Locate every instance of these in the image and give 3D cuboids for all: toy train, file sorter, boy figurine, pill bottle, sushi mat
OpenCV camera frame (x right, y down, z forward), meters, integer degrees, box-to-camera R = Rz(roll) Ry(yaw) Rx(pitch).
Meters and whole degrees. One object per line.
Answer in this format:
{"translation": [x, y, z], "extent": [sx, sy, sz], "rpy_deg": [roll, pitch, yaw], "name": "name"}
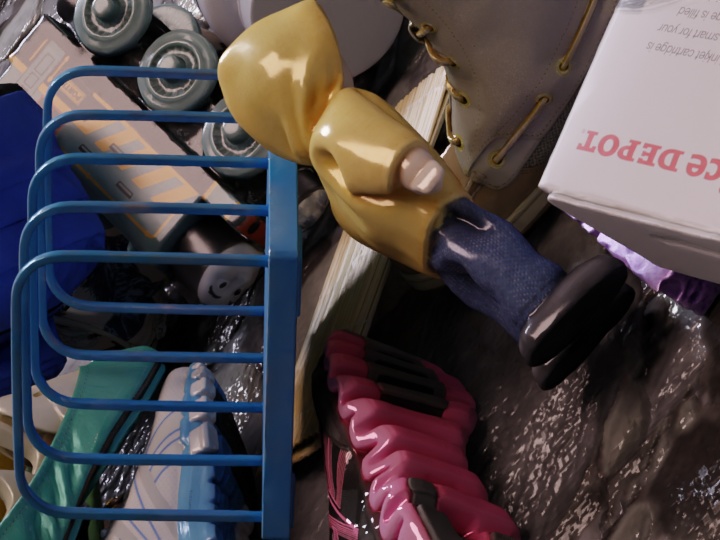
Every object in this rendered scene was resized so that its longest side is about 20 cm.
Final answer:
{"translation": [-0.104, -0.069, 1.531], "extent": [0.200, 0.085, 0.114], "rpy_deg": [43, 97, 25], "name": "toy train"}
{"translation": [-0.088, 0.008, 1.319], "extent": [0.200, 0.122, 0.140], "rpy_deg": [-94, 5, -62], "name": "file sorter"}
{"translation": [0.023, -0.034, 1.236], "extent": [0.064, 0.124, 0.200], "rpy_deg": [-45, 68, -4], "name": "boy figurine"}
{"translation": [-0.042, -0.173, 1.568], "extent": [0.112, 0.111, 0.200], "rpy_deg": [-54, 27, 12], "name": "pill bottle"}
{"translation": [0.000, 0.000, 1.407], "extent": [0.096, 0.012, 0.201], "rpy_deg": [-39, 29, 65], "name": "sushi mat"}

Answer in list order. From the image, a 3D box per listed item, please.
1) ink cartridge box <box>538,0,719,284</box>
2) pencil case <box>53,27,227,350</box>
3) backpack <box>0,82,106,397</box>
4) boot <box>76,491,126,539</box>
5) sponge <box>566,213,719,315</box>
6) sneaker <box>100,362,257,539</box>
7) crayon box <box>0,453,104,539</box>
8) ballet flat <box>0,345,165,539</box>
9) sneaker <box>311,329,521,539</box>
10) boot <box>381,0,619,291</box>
{"translation": [0.174, -0.090, 1.097], "extent": [0.144, 0.084, 0.201], "rpy_deg": [17, 80, 49], "name": "ink cartridge box"}
{"translation": [-0.117, -0.044, 1.610], "extent": [0.078, 0.089, 0.201], "rpy_deg": [109, -177, -74], "name": "pencil case"}
{"translation": [-0.223, 0.002, 1.500], "extent": [0.200, 0.168, 0.162], "rpy_deg": [-32, 0, 38], "name": "backpack"}
{"translation": [-0.147, 0.144, 1.496], "extent": [0.174, 0.069, 0.201], "rpy_deg": [-30, 46, 41], "name": "boot"}
{"translation": [0.163, -0.087, 1.214], "extent": [0.201, 0.030, 0.112], "rpy_deg": [-57, 27, 6], "name": "sponge"}
{"translation": [-0.095, 0.122, 1.372], "extent": [0.086, 0.075, 0.201], "rpy_deg": [-17, 38, 11], "name": "sneaker"}
{"translation": [-0.205, 0.161, 1.457], "extent": [0.200, 0.051, 0.126], "rpy_deg": [-42, 41, 31], "name": "crayon box"}
{"translation": [-0.153, 0.097, 1.375], "extent": [0.067, 0.070, 0.201], "rpy_deg": [-50, 13, 49], "name": "ballet flat"}
{"translation": [0.008, 0.102, 1.256], "extent": [0.096, 0.079, 0.200], "rpy_deg": [-61, 23, 24], "name": "sneaker"}
{"translation": [0.038, -0.098, 1.299], "extent": [0.200, 0.154, 0.072], "rpy_deg": [-48, 27, 20], "name": "boot"}
